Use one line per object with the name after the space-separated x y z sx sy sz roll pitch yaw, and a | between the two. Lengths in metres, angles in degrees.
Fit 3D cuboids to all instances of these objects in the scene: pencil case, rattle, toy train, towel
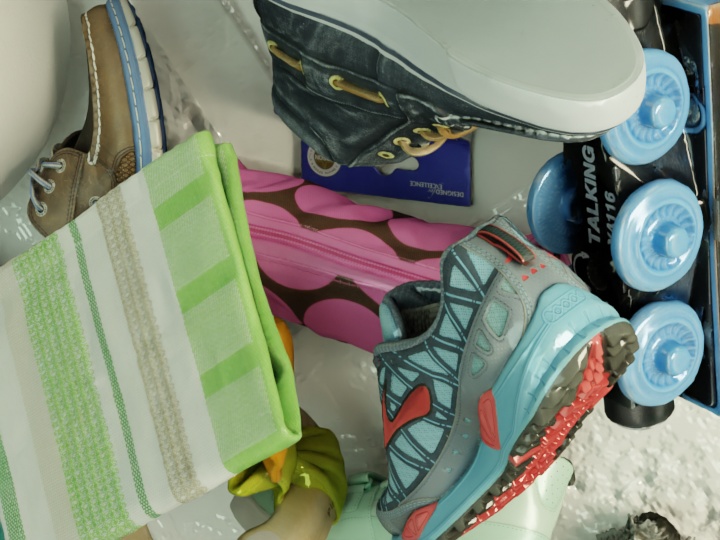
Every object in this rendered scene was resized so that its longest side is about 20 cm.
0.000 0.000 0.830 0.198 0.094 0.092 14 71 19 | pencil case
-0.115 0.085 0.846 0.198 0.143 0.131 12 71 24 | rattle
0.132 -0.033 0.742 0.086 0.113 0.202 27 131 55 | toy train
-0.110 0.044 0.811 0.199 0.031 0.151 -29 71 37 | towel

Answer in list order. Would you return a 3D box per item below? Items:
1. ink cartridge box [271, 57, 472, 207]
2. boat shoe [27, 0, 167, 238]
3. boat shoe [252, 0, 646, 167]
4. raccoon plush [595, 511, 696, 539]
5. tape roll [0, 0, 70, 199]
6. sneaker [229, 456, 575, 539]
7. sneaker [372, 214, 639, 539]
0.005 -0.127 0.822 0.094 0.037 0.202 8 113 24 | ink cartridge box
-0.130 -0.034 0.882 0.071 0.072 0.203 -6 102 -4 | boat shoe
0.034 -0.078 0.712 0.199 0.071 0.092 30 142 37 | boat shoe
0.106 0.205 0.830 0.097 0.134 0.200 47 122 3 | raccoon plush
-0.263 -0.117 0.869 0.200 0.139 0.205 0 91 21 | tape roll
0.024 0.112 0.891 0.199 0.074 0.119 14 76 44 | sneaker
0.046 0.047 0.749 0.096 0.079 0.201 51 144 16 | sneaker
